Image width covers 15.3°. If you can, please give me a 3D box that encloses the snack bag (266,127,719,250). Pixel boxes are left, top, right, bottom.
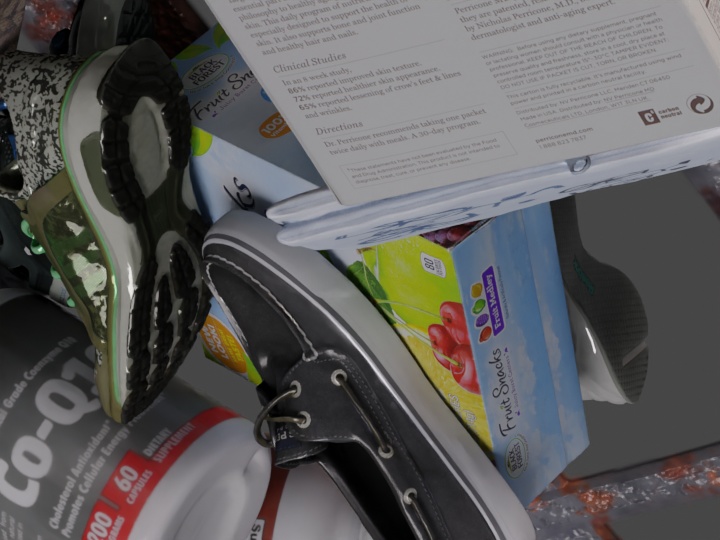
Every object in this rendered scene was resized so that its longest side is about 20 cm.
[{"bbox_3d":[0.071,-0.039,0.983,0.199,0.189,0.022,-13,88,6],"label":"snack bag"}]

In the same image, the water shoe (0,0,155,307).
[{"bbox_3d":[-0.147,-0.059,1.248,0.078,0.072,0.201,19,136,5],"label":"water shoe"}]

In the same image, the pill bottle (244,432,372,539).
[{"bbox_3d":[-0.064,0.138,1.380,0.198,0.113,0.113,6,134,14],"label":"pill bottle"}]

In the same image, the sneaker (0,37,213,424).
[{"bbox_3d":[-0.119,-0.022,1.186,0.088,0.077,0.201,19,131,27],"label":"sneaker"}]

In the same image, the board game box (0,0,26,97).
[{"bbox_3d":[-0.240,-0.162,1.119,0.200,0.097,0.160,37,138,13],"label":"board game box"}]

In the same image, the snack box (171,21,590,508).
[{"bbox_3d":[0.000,0.000,1.198,0.199,0.068,0.169,27,145,38],"label":"snack box"}]

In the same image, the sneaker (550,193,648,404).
[{"bbox_3d":[0.065,-0.009,1.221,0.080,0.071,0.201,-5,131,28],"label":"sneaker"}]

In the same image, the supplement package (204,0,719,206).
[{"bbox_3d":[0.027,-0.153,0.843,0.151,0.151,0.200,-11,132,29],"label":"supplement package"}]

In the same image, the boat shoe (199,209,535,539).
[{"bbox_3d":[-0.010,0.066,1.150,0.200,0.066,0.070,52,152,-6],"label":"boat shoe"}]

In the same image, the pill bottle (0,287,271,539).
[{"bbox_3d":[-0.153,0.079,1.298,0.199,0.114,0.114,29,140,21],"label":"pill bottle"}]
